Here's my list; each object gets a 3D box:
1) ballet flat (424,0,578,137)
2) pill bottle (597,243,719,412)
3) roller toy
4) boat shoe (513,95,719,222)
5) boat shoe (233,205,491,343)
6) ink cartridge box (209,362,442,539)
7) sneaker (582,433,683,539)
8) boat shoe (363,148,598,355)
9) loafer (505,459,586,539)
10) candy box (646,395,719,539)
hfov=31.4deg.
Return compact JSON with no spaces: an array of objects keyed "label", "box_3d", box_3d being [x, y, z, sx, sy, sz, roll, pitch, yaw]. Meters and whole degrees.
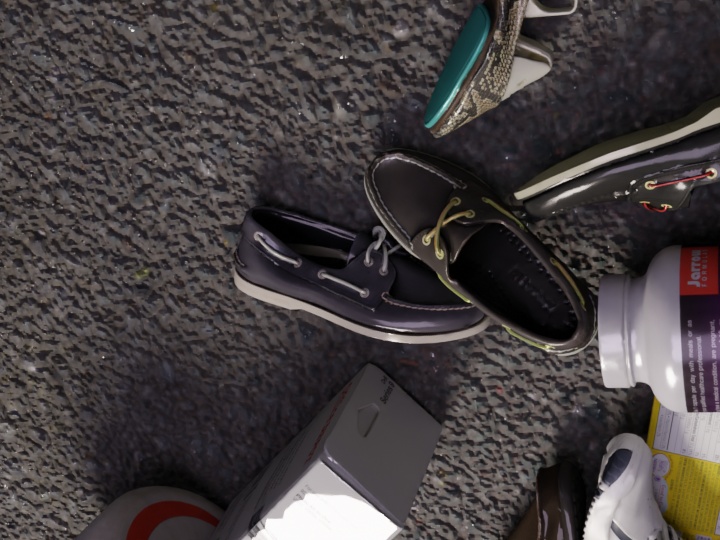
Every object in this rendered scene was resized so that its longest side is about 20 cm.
[{"label":"ballet flat","box_3d":[0.102,-0.171,0.828,0.074,0.068,0.202,12,116,-8]},{"label":"pill bottle","box_3d":[0.261,0.037,0.847,0.198,0.113,0.114,-2,114,17]},{"label":"roller toy","box_3d":[-0.169,0.287,1.050,0.200,0.183,0.140,39,119,-13]},{"label":"boat shoe","box_3d":[0.199,-0.067,0.838,0.200,0.074,0.064,-19,100,19]},{"label":"boat shoe","box_3d":[0.000,0.000,0.929,0.198,0.073,0.063,13,121,15]},{"label":"ink cartridge box","box_3d":[-0.039,0.188,0.986,0.084,0.146,0.200,40,119,-5]},{"label":"sneaker","box_3d":[0.226,0.212,0.930,0.128,0.080,0.201,12,118,15]},{"label":"boat shoe","box_3d":[0.080,-0.019,0.877,0.201,0.061,0.072,39,96,12]},{"label":"loafer","box_3d":[0.132,0.236,1.000,0.071,0.073,0.202,9,116,11]},{"label":"candy box","box_3d":[0.259,0.168,0.958,0.101,0.026,0.202,10,117,12]}]
